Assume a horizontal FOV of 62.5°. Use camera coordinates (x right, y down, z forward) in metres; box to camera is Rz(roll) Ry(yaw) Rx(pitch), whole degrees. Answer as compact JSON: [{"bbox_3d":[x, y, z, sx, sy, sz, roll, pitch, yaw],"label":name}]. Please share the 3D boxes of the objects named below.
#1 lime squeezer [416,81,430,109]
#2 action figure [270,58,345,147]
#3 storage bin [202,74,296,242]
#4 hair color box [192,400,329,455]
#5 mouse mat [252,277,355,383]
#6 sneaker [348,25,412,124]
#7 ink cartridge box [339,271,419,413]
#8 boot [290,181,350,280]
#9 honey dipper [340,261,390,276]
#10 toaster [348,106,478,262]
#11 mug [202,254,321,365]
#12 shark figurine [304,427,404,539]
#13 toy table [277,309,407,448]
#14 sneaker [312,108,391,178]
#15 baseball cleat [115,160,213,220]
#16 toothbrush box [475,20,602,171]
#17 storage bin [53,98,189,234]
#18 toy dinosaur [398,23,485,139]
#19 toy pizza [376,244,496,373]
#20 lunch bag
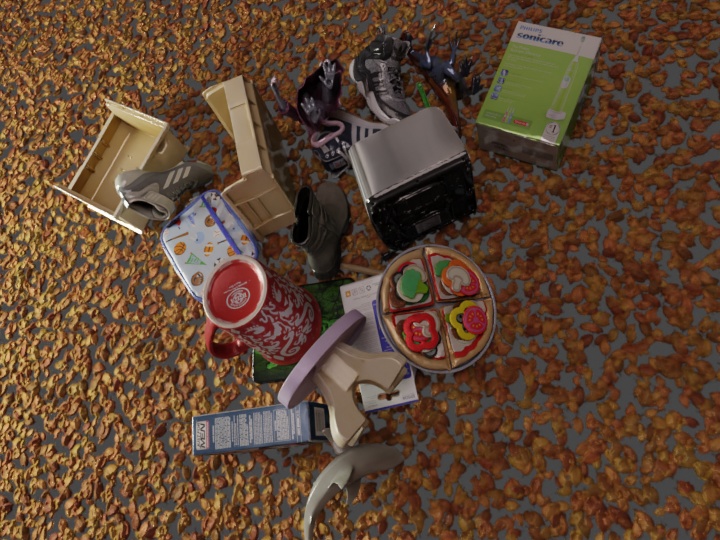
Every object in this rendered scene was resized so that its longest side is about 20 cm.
[{"bbox_3d":[0.128,-0.259,1.037,0.037,0.071,0.203,-33,36,16],"label":"lime squeezer"},{"bbox_3d":[-0.077,-0.299,1.065,0.131,0.199,0.153,-27,98,-14],"label":"action figure"},{"bbox_3d":[-0.187,-0.193,1.037,0.091,0.199,0.206,-18,67,5],"label":"storage bin"},{"bbox_3d":[-0.154,0.249,0.929,0.193,0.100,0.063,-10,72,14],"label":"hair color box"},{"bbox_3d":[-0.096,0.102,1.013,0.193,0.008,0.167,-9,69,15],"label":"mouse mat"},{"bbox_3d":[0.055,-0.346,1.056,0.115,0.074,0.203,-53,55,35],"label":"sneaker"},{"bbox_3d":[0.032,0.113,0.939,0.092,0.037,0.207,-15,77,18],"label":"ink cartridge box"},{"bbox_3d":[-0.067,-0.099,0.991,0.065,0.132,0.206,-8,55,14],"label":"boot"},{"bbox_3d":[0.000,0.000,1.005,0.194,0.038,0.039,10,74,24],"label":"honey dipper"},{"bbox_3d":[0.081,-0.134,0.946,0.195,0.181,0.122,-25,63,6],"label":"toaster"},{"bbox_3d":[-0.164,0.079,0.928,0.132,0.200,0.180,33,83,23],"label":"mug"},{"bbox_3d":[-0.037,0.324,0.854,0.127,0.089,0.217,39,78,-7],"label":"shark figurine"},{"bbox_3d":[-0.015,0.152,0.839,0.116,0.186,0.200,37,47,13],"label":"toy table"},{"bbox_3d":[0.000,-0.209,1.052,0.196,0.070,0.110,27,76,30],"label":"sneaker"},{"bbox_3d":[-0.349,-0.144,1.097,0.108,0.196,0.070,58,138,17],"label":"baseball cleat"},{"bbox_3d":[0.294,-0.290,0.982,0.142,0.086,0.205,20,79,22],"label":"toothbrush box"},{"bbox_3d":[-0.475,-0.210,1.179,0.194,0.094,0.205,23,80,22],"label":"storage bin"},{"bbox_3d":[0.127,-0.362,1.062,0.179,0.104,0.206,22,91,43],"label":"toy dinosaur"},{"bbox_3d":[0.120,0.053,0.907,0.192,0.032,0.207,3,70,-8],"label":"toy pizza"},{"bbox_3d":[-0.266,-0.045,1.080,0.159,0.076,0.202,-38,66,-1],"label":"lunch bag"}]
